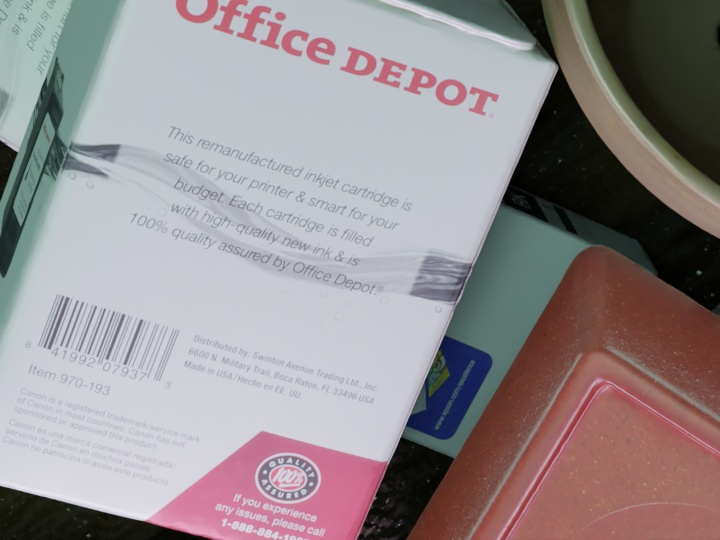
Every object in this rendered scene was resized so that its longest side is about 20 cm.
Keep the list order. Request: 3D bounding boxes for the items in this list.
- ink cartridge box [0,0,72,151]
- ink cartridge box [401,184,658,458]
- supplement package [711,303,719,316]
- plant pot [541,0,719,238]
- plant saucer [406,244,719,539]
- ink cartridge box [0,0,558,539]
[{"bbox_3d":[-0.105,-0.123,1.090,0.200,0.085,0.146,33,107,12],"label":"ink cartridge box"},{"bbox_3d":[0.000,0.000,1.051,0.199,0.039,0.100,23,108,-19],"label":"ink cartridge box"},{"bbox_3d":[0.103,0.126,1.040,0.120,0.121,0.200,43,108,6],"label":"supplement package"},{"bbox_3d":[0.146,-0.093,0.986,0.200,0.093,0.202,4,77,-17],"label":"plant pot"},{"bbox_3d":[0.106,0.127,0.956,0.199,0.037,0.201,33,108,9],"label":"plant saucer"},{"bbox_3d":[-0.042,-0.017,0.969,0.145,0.083,0.201,17,109,-18],"label":"ink cartridge box"}]
